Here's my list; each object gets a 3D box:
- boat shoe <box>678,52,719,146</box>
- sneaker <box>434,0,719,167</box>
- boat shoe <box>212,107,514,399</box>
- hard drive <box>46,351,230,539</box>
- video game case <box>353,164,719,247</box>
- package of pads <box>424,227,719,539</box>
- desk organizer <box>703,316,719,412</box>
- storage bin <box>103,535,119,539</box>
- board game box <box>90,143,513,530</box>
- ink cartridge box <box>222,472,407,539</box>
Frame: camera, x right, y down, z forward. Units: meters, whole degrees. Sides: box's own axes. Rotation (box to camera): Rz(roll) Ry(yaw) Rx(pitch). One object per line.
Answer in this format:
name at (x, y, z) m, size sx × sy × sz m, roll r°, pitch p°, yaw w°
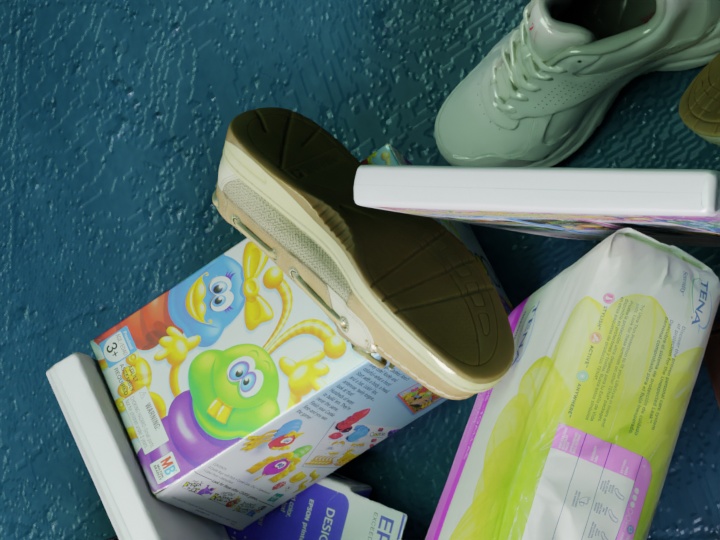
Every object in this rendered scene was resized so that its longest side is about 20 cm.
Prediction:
boat shoe at (0.218, -0.067, 1.064) m, size 0.074 × 0.069 × 0.200 m, roll -48°, pitch 20°, yaw -3°
sneaker at (0.104, -0.118, 1.167) m, size 0.199 × 0.099 × 0.078 m, roll -35°, pitch 64°, yaw 30°
boat shoe at (-0.002, 0.000, 1.126) m, size 0.201 × 0.073 × 0.063 m, roll 43°, pitch 132°, yaw 24°
hard drive at (-0.099, 0.149, 1.221) m, size 0.026 × 0.132 × 0.201 m, roll -31°, pitch 67°, yaw 7°
video game case at (0.128, -0.030, 1.083) m, size 0.199 × 0.181 × 0.024 m, roll 3°, pitch 87°, yaw 39°
package of pads at (0.093, 0.091, 1.066) m, size 0.155 × 0.068 × 0.201 m, roll 136°, pitch 156°, yaw -67°
desk organizer at (0.260, 0.036, 1.037) m, size 0.199 × 0.071 × 0.078 m, roll -17°, pitch 91°, yaw 41°
storage bin at (-0.136, 0.263, 1.230) m, size 0.201 × 0.093 × 0.135 m, roll 60°, pitch 148°, yaw 19°
board game box at (-0.027, 0.039, 1.217) m, size 0.199 × 0.105 × 0.103 m, roll -33°, pitch 64°, yaw 12°
ink cartridge box at (-0.062, 0.204, 1.294) m, size 0.199 × 0.043 × 0.200 m, roll 19°, pitch 96°, yaw 37°
